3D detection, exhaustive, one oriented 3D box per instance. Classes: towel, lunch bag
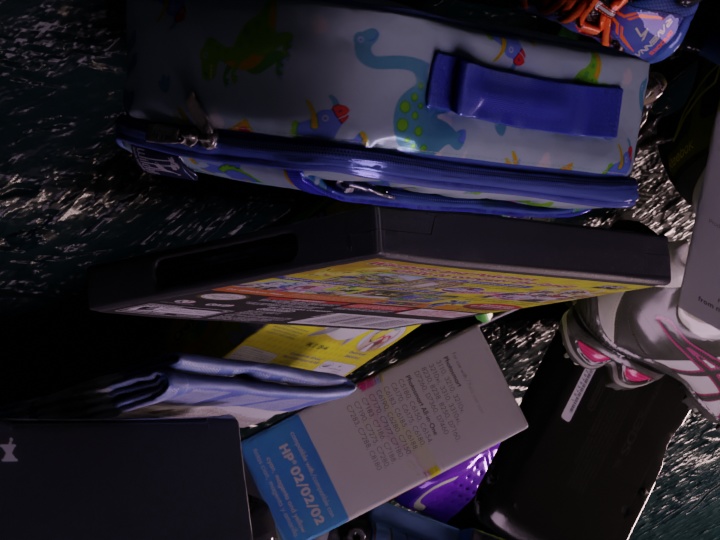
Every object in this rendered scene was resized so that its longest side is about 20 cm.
[{"bbox_3d":[-0.121,0.080,1.265,0.200,0.024,0.147,-18,163,35],"label":"towel"},{"bbox_3d":[0.012,-0.069,0.992,0.160,0.083,0.200,9,-176,42],"label":"lunch bag"}]

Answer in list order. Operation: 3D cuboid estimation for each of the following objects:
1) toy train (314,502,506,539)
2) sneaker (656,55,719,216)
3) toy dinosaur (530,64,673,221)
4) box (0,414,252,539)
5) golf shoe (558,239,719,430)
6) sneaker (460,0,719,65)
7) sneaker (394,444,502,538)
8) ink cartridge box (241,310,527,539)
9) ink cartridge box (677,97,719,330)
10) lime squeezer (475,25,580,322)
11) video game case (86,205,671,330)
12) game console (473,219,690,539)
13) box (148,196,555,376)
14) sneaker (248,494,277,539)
[{"bbox_3d":[0.024,0.197,1.591,0.200,0.087,0.114,23,157,-20],"label":"toy train"},{"bbox_3d":[0.215,-0.113,1.231,0.074,0.085,0.200,24,107,-44],"label":"sneaker"},{"bbox_3d":[0.119,-0.065,1.208,0.088,0.047,0.200,-49,168,-26],"label":"toy dinosaur"},{"bbox_3d":[-0.166,0.147,1.234,0.148,0.107,0.200,2,161,-35],"label":"box"},{"bbox_3d":[0.195,0.033,1.278,0.200,0.077,0.088,14,149,-39],"label":"golf shoe"},{"bbox_3d":[0.112,-0.130,1.066,0.200,0.079,0.075,-4,148,-43],"label":"sneaker"},{"bbox_3d":[0.099,0.159,1.652,0.070,0.100,0.200,-40,154,26],"label":"sneaker"},{"bbox_3d":[0.016,0.092,1.396,0.200,0.068,0.115,-26,178,-20],"label":"ink cartridge box"},{"bbox_3d":[0.232,-0.074,1.126,0.145,0.083,0.201,-29,138,-41],"label":"ink cartridge box"},{"bbox_3d":[0.065,-0.039,1.192,0.071,0.038,0.200,-63,170,-52],"label":"lime squeezer"},{"bbox_3d":[0.010,0.001,1.110,0.180,0.026,0.200,-10,170,42],"label":"video game case"},{"bbox_3d":[0.136,0.083,1.496,0.176,0.116,0.200,34,79,-38],"label":"game console"},{"bbox_3d":[0.000,0.000,1.274,0.200,0.048,0.117,-33,156,23],"label":"box"},{"bbox_3d":[-0.105,0.159,1.354,0.072,0.083,0.200,-10,-169,-24],"label":"sneaker"}]
